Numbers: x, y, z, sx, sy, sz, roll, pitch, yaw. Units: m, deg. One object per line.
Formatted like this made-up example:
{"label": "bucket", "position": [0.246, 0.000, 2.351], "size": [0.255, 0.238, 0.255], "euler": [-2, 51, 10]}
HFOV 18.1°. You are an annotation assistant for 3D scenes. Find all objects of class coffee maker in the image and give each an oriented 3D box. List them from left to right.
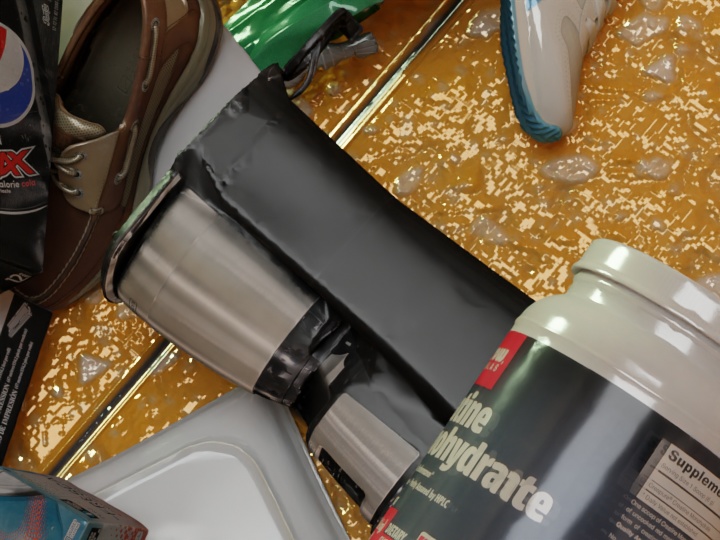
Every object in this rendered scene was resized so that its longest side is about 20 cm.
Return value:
{"label": "coffee maker", "position": [0.000, 0.000, 1.138], "size": [0.200, 0.135, 0.192], "euler": [39, 100, 8]}

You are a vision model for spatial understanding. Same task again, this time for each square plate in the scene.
{"label": "square plate", "position": [-0.095, 0.178, 1.157], "size": [0.200, 0.028, 0.198], "euler": [-27, 69, -2]}

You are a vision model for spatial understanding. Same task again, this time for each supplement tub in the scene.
{"label": "supplement tub", "position": [0.102, 0.101, 1.032], "size": [0.140, 0.140, 0.200], "euler": [33, 85, 17]}

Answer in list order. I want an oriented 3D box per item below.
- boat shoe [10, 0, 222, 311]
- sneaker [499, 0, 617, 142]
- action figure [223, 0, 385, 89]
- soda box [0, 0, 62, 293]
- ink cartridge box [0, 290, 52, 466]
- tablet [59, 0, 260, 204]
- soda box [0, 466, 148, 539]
{"label": "boat shoe", "position": [-0.147, -0.072, 1.200], "size": [0.076, 0.072, 0.200], "euler": [29, 102, 25]}
{"label": "sneaker", "position": [0.117, -0.166, 1.228], "size": [0.081, 0.077, 0.201], "euler": [4, 75, 1]}
{"label": "action figure", "position": [-0.017, -0.147, 1.236], "size": [0.200, 0.055, 0.118], "euler": [-38, 38, 9]}
{"label": "soda box", "position": [-0.200, -0.087, 1.164], "size": [0.071, 0.063, 0.200], "euler": [-25, 56, 43]}
{"label": "ink cartridge box", "position": [-0.234, 0.094, 1.162], "size": [0.044, 0.094, 0.200], "euler": [-10, 57, 49]}
{"label": "tablet", "position": [-0.144, -0.122, 1.249], "size": [0.130, 0.014, 0.200], "euler": [-46, 70, 18]}
{"label": "soda box", "position": [-0.184, 0.200, 1.112], "size": [0.063, 0.068, 0.200], "euler": [25, 90, 24]}
